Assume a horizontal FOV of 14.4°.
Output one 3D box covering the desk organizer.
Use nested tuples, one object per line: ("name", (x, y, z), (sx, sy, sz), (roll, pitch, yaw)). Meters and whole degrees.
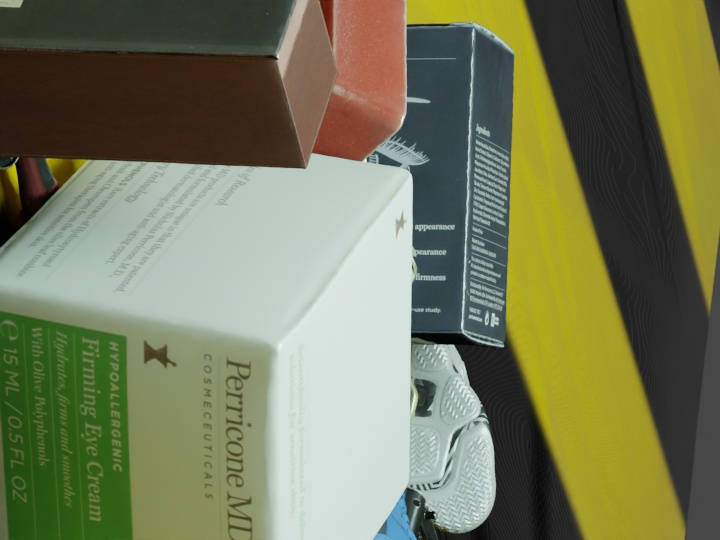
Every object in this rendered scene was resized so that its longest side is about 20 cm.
("desk organizer", (-0.116, -0.101, 1.353), (0.077, 0.199, 0.072), (75, 24, -46))

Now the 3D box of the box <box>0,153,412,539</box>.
("box", (-0.081, 0.061, 1.469), (0.200, 0.170, 0.200), (-53, 149, -56))

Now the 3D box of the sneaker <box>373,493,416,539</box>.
("sneaker", (0.006, 0.143, 1.755), (0.078, 0.200, 0.066), (-26, 145, -22))

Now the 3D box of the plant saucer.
("plant saucer", (-0.050, -0.107, 1.583), (0.037, 0.199, 0.201), (27, 43, -29))

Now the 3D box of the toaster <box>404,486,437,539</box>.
("toaster", (-0.010, 0.264, 1.824), (0.181, 0.118, 0.201), (71, 27, -44))

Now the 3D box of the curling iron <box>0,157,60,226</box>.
("curling iron", (-0.172, -0.028, 1.470), (0.050, 0.025, 0.201), (-50, 148, -30))

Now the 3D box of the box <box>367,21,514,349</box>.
("box", (0.016, -0.054, 1.838), (0.104, 0.147, 0.202), (19, 73, -71))

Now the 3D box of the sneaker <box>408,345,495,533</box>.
("sneaker", (0.050, 0.097, 1.987), (0.115, 0.075, 0.201), (52, 14, -68))

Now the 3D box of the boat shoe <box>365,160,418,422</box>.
("boat shoe", (0.000, 0.000, 1.706), (0.075, 0.068, 0.202), (-4, 92, -68))
